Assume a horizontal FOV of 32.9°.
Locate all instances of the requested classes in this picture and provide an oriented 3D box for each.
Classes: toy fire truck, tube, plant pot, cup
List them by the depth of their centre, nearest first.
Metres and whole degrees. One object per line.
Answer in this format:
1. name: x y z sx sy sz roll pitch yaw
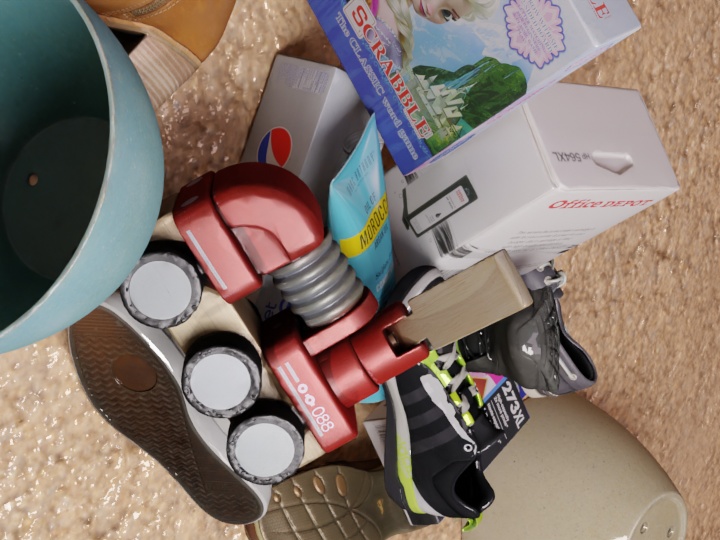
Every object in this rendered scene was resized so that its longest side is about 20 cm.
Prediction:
1. plant pot: -0.180 -0.048 0.627 0.200 0.200 0.135 -70 159 -1
2. toy fire truck: -0.018 0.011 0.711 0.200 0.129 0.176 -29 107 5
3. tube: 0.000 0.000 0.814 0.077 0.050 0.200 -68 160 -48
4. cup: 0.212 0.226 1.122 0.200 0.143 0.201 -18 117 -40

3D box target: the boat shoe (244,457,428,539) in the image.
1. boat shoe: -0.016 0.181 0.930 0.200 0.068 0.072 -3 82 -48

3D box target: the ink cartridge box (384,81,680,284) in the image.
1. ink cartridge box: 0.100 -0.051 0.869 0.146 0.200 0.084 -4 69 -44

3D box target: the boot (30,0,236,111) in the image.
1. boot: -0.131 -0.195 0.684 0.155 0.077 0.200 -56 136 -13

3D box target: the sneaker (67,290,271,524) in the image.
1. sneaker: -0.121 0.077 0.814 0.200 0.073 0.085 59 29 -31

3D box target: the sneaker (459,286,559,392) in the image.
1. sneaker: 0.093 0.050 0.883 0.091 0.200 0.076 -3 87 -2

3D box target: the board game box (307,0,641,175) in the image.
1. board game box: 0.041 -0.181 0.717 0.041 0.199 0.200 -28 88 -34

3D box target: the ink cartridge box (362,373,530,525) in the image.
1. ink cartridge box: 0.083 0.109 0.983 0.200 0.037 0.095 -40 110 -48

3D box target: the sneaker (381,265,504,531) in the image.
1. sneaker: 0.064 0.089 0.838 0.072 0.083 0.200 -40 134 -47

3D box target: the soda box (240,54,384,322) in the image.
1. soda box: -0.046 -0.039 0.832 0.068 0.063 0.200 19 91 -47

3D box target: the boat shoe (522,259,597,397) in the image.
1. boat shoe: 0.152 0.011 1.019 0.073 0.063 0.200 -33 112 -50
